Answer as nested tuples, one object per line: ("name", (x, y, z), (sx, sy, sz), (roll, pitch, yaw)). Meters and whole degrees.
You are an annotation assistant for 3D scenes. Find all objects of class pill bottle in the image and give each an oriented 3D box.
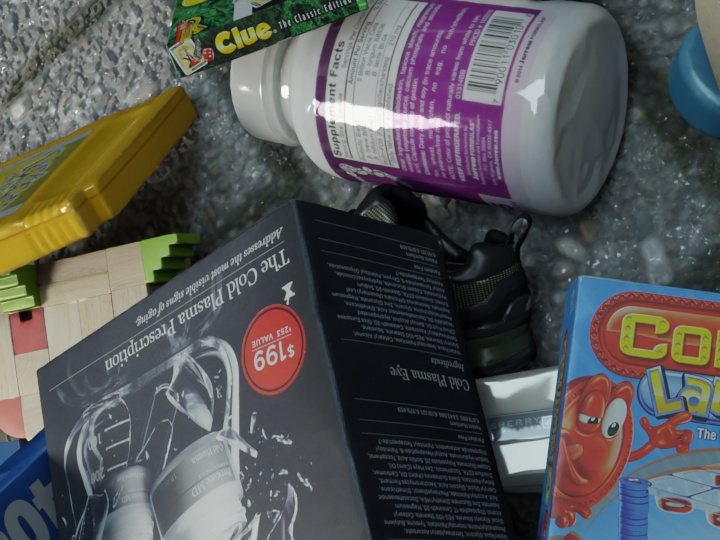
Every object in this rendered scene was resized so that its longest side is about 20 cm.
("pill bottle", (0.033, -0.098, 0.794), (0.200, 0.112, 0.112), (12, 83, 29))

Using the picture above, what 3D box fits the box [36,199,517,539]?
("box", (-0.044, 0.096, 0.687), (0.200, 0.104, 0.182), (-32, 61, 35))

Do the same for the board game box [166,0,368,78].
("board game box", (-0.052, -0.166, 0.823), (0.105, 0.023, 0.200), (-22, 26, 7))

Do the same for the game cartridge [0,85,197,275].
("game cartridge", (-0.210, -0.038, 0.885), (0.200, 0.176, 0.032), (-23, 110, 21))

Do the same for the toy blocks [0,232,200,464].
("toy blocks", (-0.170, 0.064, 0.881), (0.200, 0.100, 0.137), (-12, 84, 25))

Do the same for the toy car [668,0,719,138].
("toy car", (0.270, -0.105, 0.669), (0.200, 0.184, 0.177), (-15, 68, -7))

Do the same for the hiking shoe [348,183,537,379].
("hiking shoe", (0.000, 0.000, 0.795), (0.200, 0.076, 0.101), (5, 103, 19))

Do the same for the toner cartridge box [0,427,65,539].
("toner cartridge box", (-0.151, 0.137, 0.744), (0.043, 0.200, 0.095), (-24, 104, 31))

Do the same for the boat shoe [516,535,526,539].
("boat shoe", (0.034, 0.150, 0.757), (0.199, 0.068, 0.074), (27, 90, 30))

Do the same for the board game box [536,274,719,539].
("board game box", (0.181, 0.114, 0.655), (0.200, 0.056, 0.196), (7, 81, 5))

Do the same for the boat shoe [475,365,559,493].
("boat shoe", (0.104, 0.083, 0.733), (0.200, 0.069, 0.072), (-10, 82, 8))
